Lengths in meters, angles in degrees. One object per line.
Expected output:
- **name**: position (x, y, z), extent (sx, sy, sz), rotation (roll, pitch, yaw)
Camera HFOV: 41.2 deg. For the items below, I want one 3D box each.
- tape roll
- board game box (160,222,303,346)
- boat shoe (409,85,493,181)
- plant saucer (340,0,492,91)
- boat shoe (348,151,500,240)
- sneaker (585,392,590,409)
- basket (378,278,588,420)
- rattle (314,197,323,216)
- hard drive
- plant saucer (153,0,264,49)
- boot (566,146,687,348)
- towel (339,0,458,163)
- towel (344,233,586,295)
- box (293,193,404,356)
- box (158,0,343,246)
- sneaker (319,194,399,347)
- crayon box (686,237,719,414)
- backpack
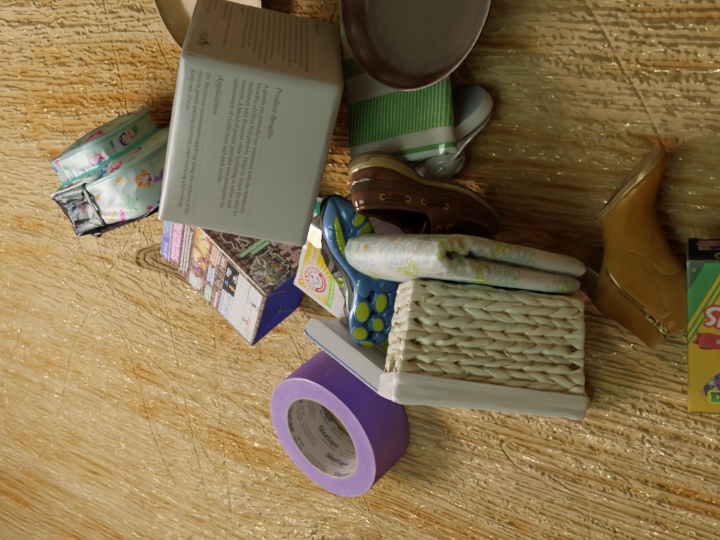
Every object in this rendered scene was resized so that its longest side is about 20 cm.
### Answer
- **tape roll**: position (-0.032, 0.223, 1.398), extent (0.199, 0.085, 0.202), rotation (24, 131, 30)
- **board game box**: position (-0.176, -0.023, 1.338), extent (0.200, 0.097, 0.160), rotation (44, 150, 11)
- **boat shoe**: position (0.084, -0.133, 1.076), extent (0.065, 0.074, 0.199), rotation (34, 139, -25)
- **plant saucer**: position (0.061, -0.284, 0.973), extent (0.199, 0.032, 0.203), rotation (4, 96, 43)
- **boat shoe**: position (0.069, -0.062, 1.050), extent (0.199, 0.068, 0.072), rotation (20, 151, -30)
- **sneaker**: position (0.193, 0.095, 1.111), extent (0.199, 0.100, 0.075), rotation (34, 153, -12)
- **basket**: position (0.125, 0.081, 0.993), extent (0.136, 0.198, 0.125), rotation (141, 135, -83)
- **rattle**: position (-0.125, -0.106, 1.232), extent (0.130, 0.143, 0.201), rotation (-29, 89, 32)
- **hard drive**: position (0.020, 0.108, 1.205), extent (0.132, 0.200, 0.025), rotation (37, 98, 19)
- **plant saucer**: position (-0.186, -0.352, 1.197), extent (0.199, 0.035, 0.202), rotation (24, 131, 30)
- **boot**: position (0.296, -0.016, 0.953), extent (0.144, 0.071, 0.202), rotation (38, 142, 10)
- **towel**: position (0.038, -0.215, 1.036), extent (0.152, 0.023, 0.202), rotation (-6, 88, 44)
- **towel**: position (0.107, -0.008, 0.991), extent (0.171, 0.198, 0.049), rotation (-2, 81, 57)
- **box**: position (0.028, 0.012, 1.188), extent (0.199, 0.101, 0.113), rotation (37, 135, 19)
- **box**: position (-0.122, -0.171, 1.076), extent (0.169, 0.201, 0.200), rotation (10, 122, -9)
- **sneaker**: position (0.000, 0.000, 1.091), extent (0.083, 0.070, 0.201), rotation (-119, 10, -59)
- **crayon box**: position (0.376, 0.069, 0.911), extent (0.126, 0.051, 0.202), rotation (-1, 118, 19)
- **backpack**: position (-0.327, -0.141, 1.365), extent (0.199, 0.178, 0.152), rotation (-4, 118, 40)
